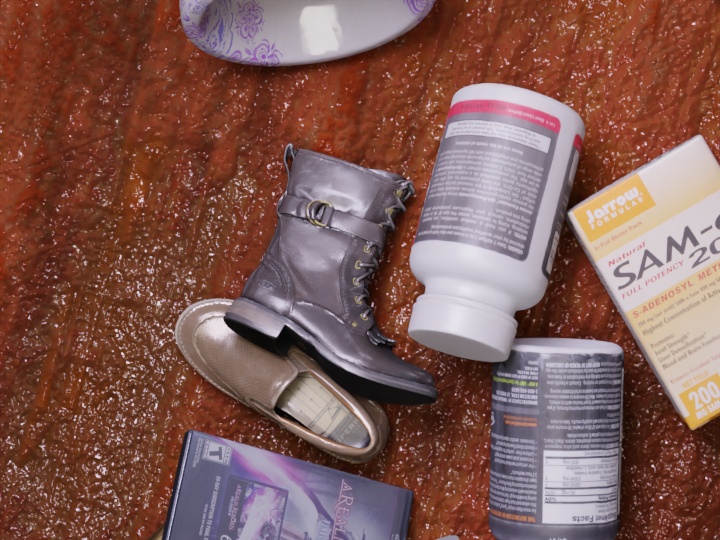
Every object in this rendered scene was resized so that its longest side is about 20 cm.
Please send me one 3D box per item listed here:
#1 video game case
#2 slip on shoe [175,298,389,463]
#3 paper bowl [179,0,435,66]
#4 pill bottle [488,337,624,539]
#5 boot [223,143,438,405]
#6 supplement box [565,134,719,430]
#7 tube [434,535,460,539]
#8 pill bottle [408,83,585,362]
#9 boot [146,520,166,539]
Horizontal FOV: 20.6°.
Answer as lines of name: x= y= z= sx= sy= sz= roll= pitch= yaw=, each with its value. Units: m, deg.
video game case: x=-0.061 y=0.222 z=1.582 sx=0.199 sy=0.019 sz=0.143 roll=17 pitch=71 yaw=-18
slip on shoe: x=-0.065 y=0.091 z=1.614 sx=0.200 sy=0.061 sz=0.076 roll=37 pitch=95 yaw=2
paper bowl: x=-0.044 y=-0.243 z=1.529 sx=0.200 sy=0.201 sz=0.105 roll=-9 pitch=73 yaw=5
pill bottle: x=0.155 y=0.157 z=1.578 sx=0.106 sy=0.106 sz=0.201 roll=2 pitch=93 yaw=4
boot: x=0.000 y=0.000 z=1.587 sx=0.199 sy=0.069 sz=0.175 roll=26 pitch=74 yaw=4
supplement box: x=0.265 y=0.008 z=1.578 sx=0.126 sy=0.074 sz=0.200 roll=-31 pitch=90 yaw=5
tube: x=0.097 y=0.317 z=1.621 sx=0.058 sy=0.052 sz=0.201 roll=-18 pitch=97 yaw=44
pill bottle: x=0.101 y=-0.035 z=1.546 sx=0.110 sy=0.111 sz=0.201 roll=15 pitch=77 yaw=4
boot: x=-0.117 y=0.273 z=1.594 sx=0.156 sy=0.073 sz=0.200 roll=48 pitch=60 yaw=-2
